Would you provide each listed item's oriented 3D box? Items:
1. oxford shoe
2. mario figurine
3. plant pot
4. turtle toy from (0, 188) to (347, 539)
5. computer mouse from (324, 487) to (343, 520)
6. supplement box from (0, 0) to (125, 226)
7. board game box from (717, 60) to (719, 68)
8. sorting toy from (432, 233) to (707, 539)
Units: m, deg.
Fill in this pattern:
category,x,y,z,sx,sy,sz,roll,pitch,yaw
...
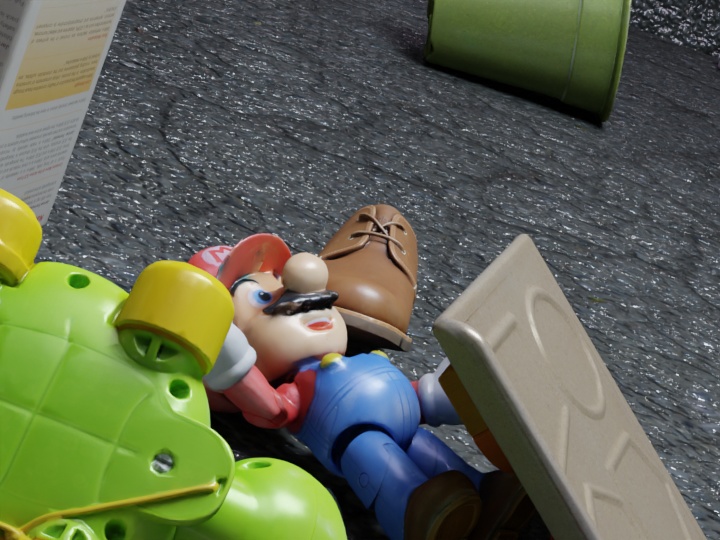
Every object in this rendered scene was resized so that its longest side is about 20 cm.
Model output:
category,x,y,z,sx,sy,sz,roll,pitch,yaw
oxford shoe,0.000,0.000,1.062,0.071,0.072,0.200,19,6,-2
mario figurine,-0.007,0.043,0.901,0.200,0.106,0.124,38,-11,29
plant pot,0.161,-0.255,1.977,0.188,0.202,0.200,5,17,-1
turtle toy,-0.098,0.071,0.701,0.198,0.147,0.101,21,-25,7
computer mouse,-0.102,0.092,0.784,0.198,0.034,0.059,8,-6,-14
supplement box,-0.188,-0.116,1.047,0.073,0.202,0.126,26,16,11
board game box,0.580,-0.228,2.569,0.198,0.044,0.199,16,15,-12
sorting toy,0.094,0.085,0.876,0.186,0.036,0.200,60,16,-3
